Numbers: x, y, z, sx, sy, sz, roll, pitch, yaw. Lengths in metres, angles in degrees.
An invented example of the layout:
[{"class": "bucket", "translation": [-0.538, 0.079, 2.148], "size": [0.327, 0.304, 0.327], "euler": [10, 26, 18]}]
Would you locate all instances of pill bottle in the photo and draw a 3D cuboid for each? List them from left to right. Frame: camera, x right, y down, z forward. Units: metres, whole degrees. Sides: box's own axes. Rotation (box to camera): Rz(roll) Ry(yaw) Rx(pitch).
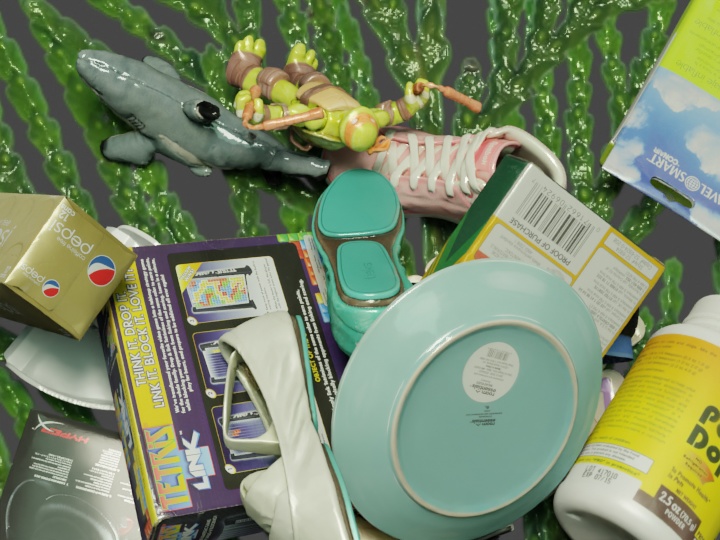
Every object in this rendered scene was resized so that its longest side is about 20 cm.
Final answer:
[{"class": "pill bottle", "translation": [0.229, 0.117, 0.836], "size": [0.109, 0.109, 0.201], "euler": [35, 67, 6]}]

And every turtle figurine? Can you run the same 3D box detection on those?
[{"class": "turtle figurine", "translation": [-0.022, -0.123, 0.877], "size": [0.198, 0.065, 0.161], "euler": [-12, 33, -30]}]

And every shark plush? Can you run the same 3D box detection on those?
[{"class": "shark plush", "translation": [-0.123, -0.103, 0.889], "size": [0.199, 0.083, 0.091], "euler": [34, 73, 5]}]

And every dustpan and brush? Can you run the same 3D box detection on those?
[{"class": "dustpan and brush", "translation": [-0.140, 0.064, 0.846], "size": [0.199, 0.057, 0.140], "euler": [36, 68, 1]}]

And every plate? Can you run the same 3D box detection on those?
[{"class": "plate", "translation": [0.076, 0.091, 0.749], "size": [0.197, 0.026, 0.203], "euler": [-8, 113, -20]}]

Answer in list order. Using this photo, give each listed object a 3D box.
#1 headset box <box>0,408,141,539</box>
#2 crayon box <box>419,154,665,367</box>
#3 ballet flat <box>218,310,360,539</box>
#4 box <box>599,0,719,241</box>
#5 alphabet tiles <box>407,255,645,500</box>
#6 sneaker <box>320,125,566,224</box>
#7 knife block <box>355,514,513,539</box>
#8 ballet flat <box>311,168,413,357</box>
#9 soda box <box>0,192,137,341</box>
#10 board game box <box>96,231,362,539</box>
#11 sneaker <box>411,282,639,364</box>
[{"class": "headset box", "translation": [-0.180, 0.213, 0.790], "size": [0.146, 0.075, 0.203], "euler": [14, 72, -1]}, {"class": "crayon box", "translation": [0.096, 0.041, 0.797], "size": [0.125, 0.052, 0.201], "euler": [34, 93, -17]}, {"class": "ballet flat", "translation": [-0.048, 0.112, 0.708], "size": [0.068, 0.070, 0.202], "euler": [-11, 52, -9]}, {"class": "box", "translation": [0.284, -0.124, 0.954], "size": [0.121, 0.048, 0.201], "euler": [31, 73, 5]}, {"class": "alphabet tiles", "translation": [0.118, 0.065, 0.897], "size": [0.199, 0.015, 0.197], "euler": [-34, 78, -14]}, {"class": "sneaker", "translation": [0.065, -0.080, 0.887], "size": [0.198, 0.105, 0.076], "euler": [18, 71, 6]}, {"class": "knife block", "translation": [0.025, 0.245, 0.805], "size": [0.174, 0.064, 0.201], "euler": [29, 71, 5]}, {"class": "ballet flat", "translation": [0.000, 0.000, 0.808], "size": [0.066, 0.071, 0.201], "euler": [0, 29, -3]}, {"class": "soda box", "translation": [-0.232, -0.008, 0.791], "size": [0.064, 0.199, 0.068], "euler": [42, 70, -31]}, {"class": "board game box", "translation": [-0.083, 0.075, 0.793], "size": [0.163, 0.057, 0.202], "euler": [-5, 58, -22]}, {"class": "sneaker", "translation": [0.111, 0.019, 0.867], "size": [0.197, 0.070, 0.079], "euler": [9, 76, -12]}]
